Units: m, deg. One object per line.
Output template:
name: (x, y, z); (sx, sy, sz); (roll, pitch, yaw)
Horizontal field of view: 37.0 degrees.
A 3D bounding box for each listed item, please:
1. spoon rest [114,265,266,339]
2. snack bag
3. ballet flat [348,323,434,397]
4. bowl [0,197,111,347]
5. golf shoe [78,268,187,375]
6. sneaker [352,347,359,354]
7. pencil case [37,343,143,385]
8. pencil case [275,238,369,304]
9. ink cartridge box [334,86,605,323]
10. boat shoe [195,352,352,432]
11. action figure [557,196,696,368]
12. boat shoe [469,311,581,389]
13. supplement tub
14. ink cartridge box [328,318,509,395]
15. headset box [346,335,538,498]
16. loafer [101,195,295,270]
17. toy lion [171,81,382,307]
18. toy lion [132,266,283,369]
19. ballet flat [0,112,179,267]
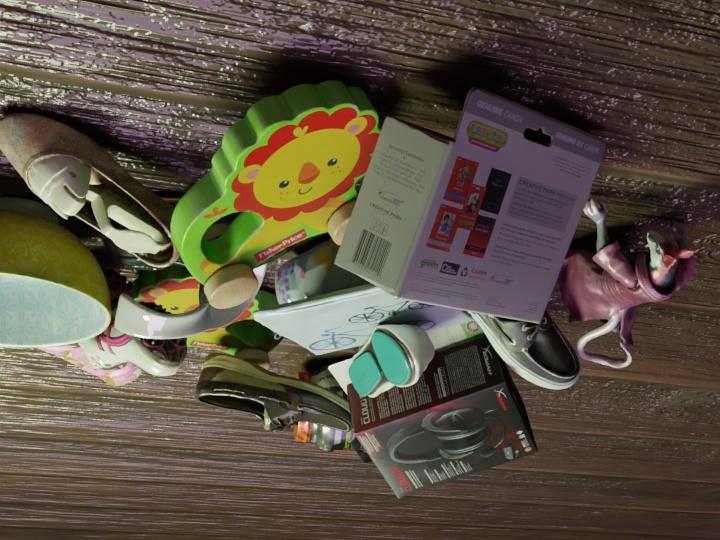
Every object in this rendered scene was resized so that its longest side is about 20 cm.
spoon rest: (-0.159, 0.028, 1.107); (0.200, 0.060, 0.100); (-25, 139, -51)
snack bag: (0.003, 0.043, 1.089); (0.187, 0.022, 0.200); (-13, 162, 15)
ballet flat: (0.040, 0.088, 1.125); (0.069, 0.070, 0.200); (5, 164, -14)
bowl: (-0.343, -0.007, 1.065); (0.198, 0.109, 0.200); (0, 157, 0)
golf shoe: (-0.252, 0.071, 1.149); (0.072, 0.093, 0.200); (6, -161, -44)
sneaker: (0.083, 0.088, 1.340); (0.199, 0.081, 0.083); (11, 146, -27)
pencil case: (-0.334, 0.076, 1.289); (0.086, 0.083, 0.200); (5, 162, 29)
pencil case: (0.000, 0.000, 1.124); (0.090, 0.084, 0.199); (34, 141, -32)
ink cartridge box: (0.099, -0.059, 0.920); (0.199, 0.177, 0.084); (12, -168, -45)
boat shoe: (-0.101, 0.161, 1.284); (0.199, 0.065, 0.073); (17, 151, 6)
action figure: (0.267, 0.013, 1.099); (0.133, 0.150, 0.200); (10, 170, -14)
boat shoe: (0.164, 0.049, 1.151); (0.200, 0.069, 0.057); (44, 159, -3)
supplement tub: (0.008, 0.194, 1.517); (0.198, 0.123, 0.123); (3, 156, -8)
ink cartridge box: (0.070, 0.088, 1.258); (0.199, 0.068, 0.117); (-22, 132, 13)
headset box: (0.086, 0.174, 1.242); (0.199, 0.078, 0.149); (-20, 134, 9)
loafer: (-0.160, -0.040, 1.047); (0.198, 0.073, 0.072); (-5, 152, 6)
toy lion: (-0.071, -0.071, 0.909); (0.199, 0.069, 0.192); (-28, 152, -4)
toy lion: (-0.175, 0.047, 1.266); (0.199, 0.069, 0.192); (10, 146, -24)
ballet flat: (-0.231, -0.065, 0.943); (0.199, 0.068, 0.068); (32, 122, -32)
